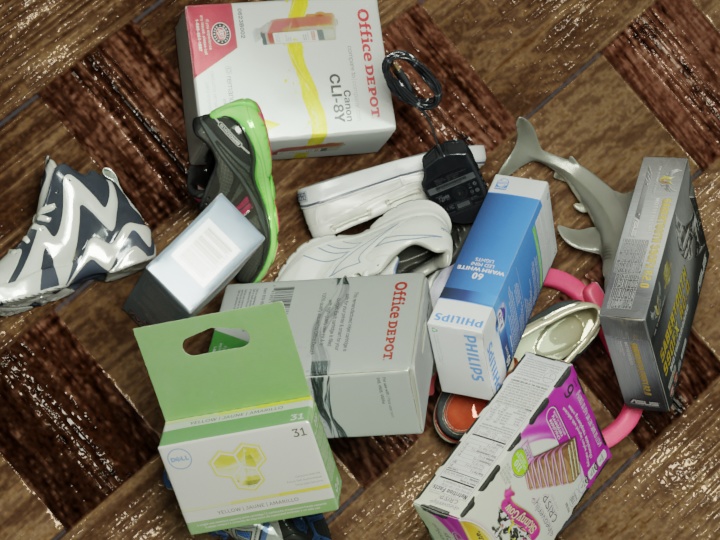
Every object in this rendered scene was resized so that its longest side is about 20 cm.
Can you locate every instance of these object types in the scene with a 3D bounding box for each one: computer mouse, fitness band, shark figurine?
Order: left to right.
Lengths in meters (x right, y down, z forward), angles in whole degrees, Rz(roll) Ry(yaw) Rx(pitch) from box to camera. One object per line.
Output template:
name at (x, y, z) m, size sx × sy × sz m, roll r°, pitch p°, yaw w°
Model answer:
computer mouse at (0.073, -0.130, 1.734) m, size 0.058 × 0.034 × 0.201 m, roll -19°, pitch 118°, yaw 13°
fitness band at (0.205, 0.092, 1.815) m, size 0.143 × 0.037 × 0.201 m, roll -28°, pitch 86°, yaw -15°
shark figurine at (0.246, -0.076, 1.823) m, size 0.128 × 0.090 × 0.215 m, roll -27°, pitch 77°, yaw -38°

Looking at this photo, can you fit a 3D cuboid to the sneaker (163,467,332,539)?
sneaker at (-0.103, 0.229, 1.700) m, size 0.077 × 0.076 × 0.200 m, roll -39°, pitch 102°, yaw 22°

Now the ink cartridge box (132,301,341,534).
ink cartridge box at (-0.110, 0.134, 1.583) m, size 0.145 × 0.048 × 0.201 m, roll -11°, pitch 120°, yaw 11°

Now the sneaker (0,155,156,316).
sneaker at (-0.303, -0.039, 1.691) m, size 0.198 × 0.079 × 0.130 m, roll -19°, pitch 83°, yaw -17°

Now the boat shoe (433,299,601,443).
boat shoe at (0.156, 0.097, 1.753) m, size 0.200 × 0.063 × 0.071 m, roll -36°, pitch 90°, yaw -13°

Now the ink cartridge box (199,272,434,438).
ink cartridge box at (-0.034, 0.081, 1.659) m, size 0.199 × 0.083 × 0.147 m, roll -4°, pitch 37°, yaw 13°

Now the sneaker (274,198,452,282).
sneaker at (0.000, 0.000, 1.729) m, size 0.199 × 0.087 × 0.075 m, roll -29°, pitch 117°, yaw 5°

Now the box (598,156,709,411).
box at (0.294, 0.013, 1.766) m, size 0.048 × 0.159 × 0.201 m, roll 5°, pitch 54°, yaw 23°

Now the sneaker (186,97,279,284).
sneaker at (-0.123, -0.074, 1.709) m, size 0.083 × 0.077 × 0.201 m, roll -8°, pitch 123°, yaw -5°

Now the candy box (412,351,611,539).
candy box at (0.147, 0.196, 1.679) m, size 0.200 × 0.061 × 0.137 m, roll -50°, pitch 132°, yaw -27°

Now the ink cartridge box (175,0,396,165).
ink cartridge box at (-0.075, -0.190, 1.774) m, size 0.199 × 0.083 × 0.146 m, roll -6°, pitch 80°, yaw -15°

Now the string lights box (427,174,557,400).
string lights box at (0.131, 0.015, 1.723) m, size 0.059 × 0.103 × 0.201 m, roll 10°, pitch 50°, yaw 22°

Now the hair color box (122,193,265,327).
hair color box at (-0.158, 0.004, 1.653) m, size 0.061 × 0.200 × 0.099 m, roll 45°, pitch 72°, yaw -1°

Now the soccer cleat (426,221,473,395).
soccer cleat at (0.075, 0.029, 1.786) m, size 0.073 × 0.068 × 0.201 m, roll 44°, pitch 58°, yaw -38°

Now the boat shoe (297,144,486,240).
boat shoe at (0.037, -0.077, 1.788) m, size 0.199 × 0.072 × 0.066 m, roll -16°, pitch 93°, yaw -19°
